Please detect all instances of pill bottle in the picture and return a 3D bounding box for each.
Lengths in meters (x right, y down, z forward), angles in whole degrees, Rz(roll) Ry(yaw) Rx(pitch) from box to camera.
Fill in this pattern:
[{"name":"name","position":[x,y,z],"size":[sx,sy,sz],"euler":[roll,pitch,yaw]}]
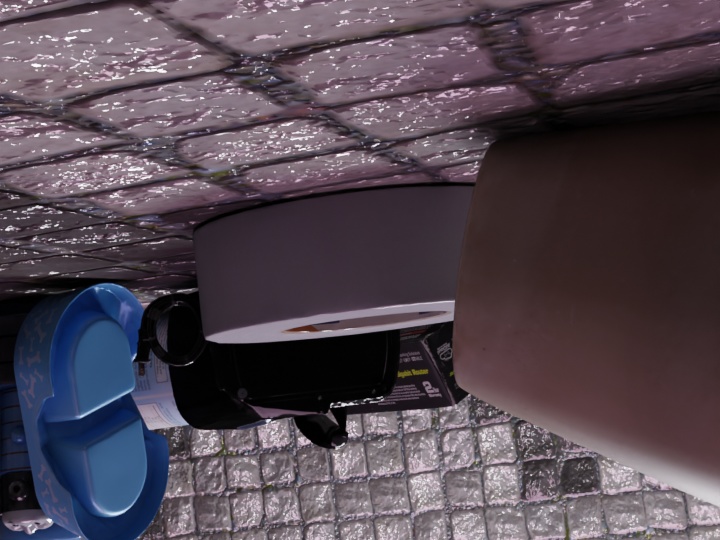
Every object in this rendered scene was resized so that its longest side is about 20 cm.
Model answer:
[{"name":"pill bottle","position":[-0.205,0.100,1.313],"size":[0.198,0.110,0.109],"euler":[-9,174,23]}]

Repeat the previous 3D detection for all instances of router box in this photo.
[{"name":"router box","position":[0.064,0.057,1.147],"size":[0.149,0.063,0.199],"euler":[-33,-171,-30]}]

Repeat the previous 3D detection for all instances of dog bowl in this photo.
[{"name":"dog bowl","position":[-0.203,0.108,1.008],"size":[0.049,0.202,0.111],"euler":[2,-163,31]}]

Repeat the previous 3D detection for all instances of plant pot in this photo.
[{"name":"plant pot","position":[0.136,0.011,0.611],"size":[0.172,0.202,0.200],"euler":[8,177,12]}]

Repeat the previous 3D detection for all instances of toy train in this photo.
[{"name":"toy train","position":[-0.257,0.122,1.070],"size":[0.086,0.202,0.114],"euler":[-5,164,5]}]

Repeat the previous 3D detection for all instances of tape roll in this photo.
[{"name":"tape roll","position":[0.000,0.000,0.818],"size":[0.198,0.067,0.200],"euler":[-7,174,-1]}]

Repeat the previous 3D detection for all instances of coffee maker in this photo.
[{"name":"coffee maker","position":[-0.089,0.053,1.034],"size":[0.190,0.136,0.200],"euler":[20,164,-17]}]
